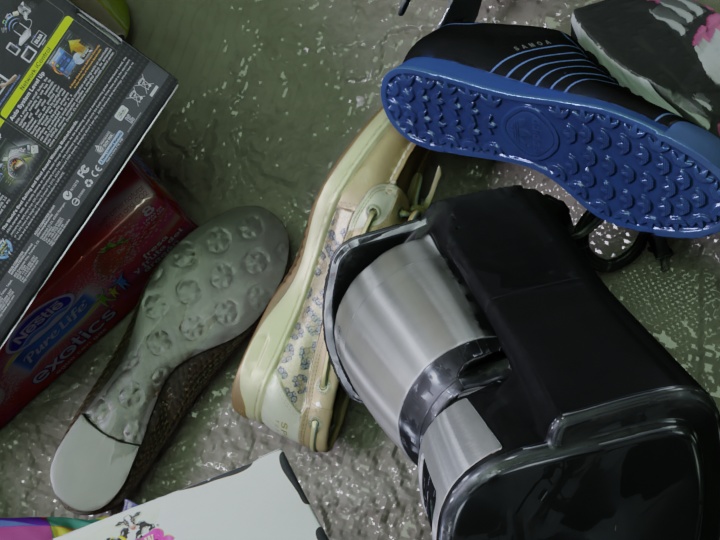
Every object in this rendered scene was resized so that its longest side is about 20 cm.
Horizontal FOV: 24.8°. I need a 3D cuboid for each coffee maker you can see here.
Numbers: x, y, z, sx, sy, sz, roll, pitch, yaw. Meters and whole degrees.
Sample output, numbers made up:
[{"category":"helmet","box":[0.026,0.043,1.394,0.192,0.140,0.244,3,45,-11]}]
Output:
[{"category":"coffee maker","box":[0.094,0.049,0.783,0.191,0.135,0.200,-35,36,2]}]

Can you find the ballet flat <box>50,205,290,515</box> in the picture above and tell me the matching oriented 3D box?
[{"category":"ballet flat","box":[-0.107,0.051,0.927,0.067,0.046,0.201,31,81,7]}]

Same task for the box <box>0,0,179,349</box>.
[{"category":"box","box":[-0.212,-0.062,0.835,0.160,0.044,0.201,34,88,-15]}]

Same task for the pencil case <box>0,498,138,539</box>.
[{"category":"pencil case","box":[-0.200,0.164,0.835,0.088,0.198,0.089,-8,80,58]}]

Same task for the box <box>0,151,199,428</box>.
[{"category":"box","box":[-0.200,0.002,0.933,0.200,0.095,0.100,-41,70,1]}]

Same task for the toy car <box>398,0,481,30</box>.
[{"category":"toy car","box":[0.098,-0.203,0.883,0.158,0.164,0.200,42,96,21]}]

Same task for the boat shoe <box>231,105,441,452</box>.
[{"category":"boat shoe","box":[0.000,0.000,0.899,0.062,0.073,0.201,27,93,18]}]

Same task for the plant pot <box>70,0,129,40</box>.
[{"category":"plant pot","box":[-0.258,-0.155,0.943,0.181,0.199,0.200,38,87,14]}]

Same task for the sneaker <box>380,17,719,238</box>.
[{"category":"sneaker","box":[0.111,-0.083,0.836,0.199,0.071,0.078,23,48,24]}]

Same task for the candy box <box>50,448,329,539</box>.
[{"category":"candy box","box":[-0.067,0.197,0.678,0.166,0.072,0.201,-18,59,-21]}]

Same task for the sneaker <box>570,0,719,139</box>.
[{"category":"sneaker","box":[0.174,-0.070,0.867,0.080,0.087,0.201,-15,46,-21]}]
